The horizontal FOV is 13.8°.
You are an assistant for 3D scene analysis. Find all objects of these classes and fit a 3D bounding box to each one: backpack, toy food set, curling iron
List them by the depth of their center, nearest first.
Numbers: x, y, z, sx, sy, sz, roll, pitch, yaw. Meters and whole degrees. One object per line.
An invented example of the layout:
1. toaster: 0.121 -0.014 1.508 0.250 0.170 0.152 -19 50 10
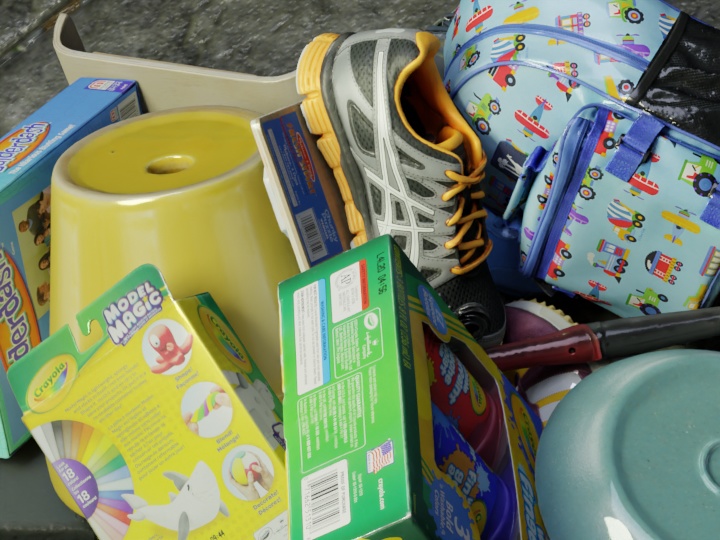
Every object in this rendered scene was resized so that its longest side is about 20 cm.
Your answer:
1. curling iron: 0.119 0.034 1.611 0.200 0.050 0.026 -3 44 0
2. backpack: 0.129 -0.075 1.653 0.200 0.183 0.135 27 56 1
3. toy food set: -0.086 -0.087 1.828 0.200 0.144 0.060 9 47 30

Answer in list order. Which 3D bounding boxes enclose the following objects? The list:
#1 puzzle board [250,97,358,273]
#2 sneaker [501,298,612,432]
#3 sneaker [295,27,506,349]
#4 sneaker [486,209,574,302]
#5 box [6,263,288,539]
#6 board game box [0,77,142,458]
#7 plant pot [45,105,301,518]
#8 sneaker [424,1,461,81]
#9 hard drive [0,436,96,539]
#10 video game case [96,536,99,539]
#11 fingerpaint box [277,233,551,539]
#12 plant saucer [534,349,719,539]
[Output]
1. puzzle board: 0.000 0.000 1.645 0.017 0.200 0.151 -17 5 25
2. sneaker: 0.110 0.092 1.639 0.090 0.075 0.200 -35 46 -14
3. sneaker: 0.036 -0.042 1.624 0.077 0.200 0.078 -15 19 35
4. sneaker: 0.067 -0.050 1.776 0.066 0.078 0.200 -39 49 -14
5. box: -0.091 0.104 1.558 0.117 0.048 0.200 -36 83 21
6. board game box: -0.185 -0.005 1.747 0.045 0.152 0.200 5 28 27
7. plant pot: -0.092 0.019 1.665 0.201 0.189 0.201 -8 25 4
8. sneaker: 0.081 -0.150 1.792 0.200 0.081 0.074 -16 25 -39
9. hard drive: -0.239 0.098 1.750 0.140 0.033 0.200 2 34 -17
10. video game case: -0.081 0.150 1.712 0.200 0.017 0.143 -7 50 19
11. fingerpaint box: 0.033 0.110 1.504 0.073 0.167 0.200 -25 39 19
12. plant saucer: 0.191 0.112 1.547 0.200 0.036 0.200 8 50 -10
